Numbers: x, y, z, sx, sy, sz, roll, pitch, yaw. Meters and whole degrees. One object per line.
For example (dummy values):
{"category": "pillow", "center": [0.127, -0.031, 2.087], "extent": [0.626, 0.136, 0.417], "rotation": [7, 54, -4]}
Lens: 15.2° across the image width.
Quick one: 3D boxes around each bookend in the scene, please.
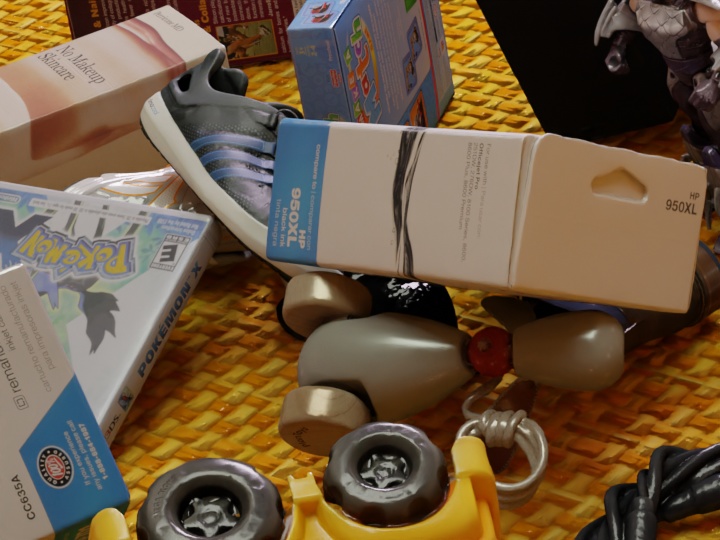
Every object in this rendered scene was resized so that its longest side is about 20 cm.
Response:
{"category": "bookend", "center": [0.150, -0.222, 1.778], "extent": [0.092, 0.200, 0.199], "rotation": [-12, 33, 30]}

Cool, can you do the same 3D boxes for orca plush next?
{"category": "orca plush", "center": [0.000, 0.000, 1.608], "extent": [0.105, 0.071, 0.200], "rotation": [-15, 30, -8]}

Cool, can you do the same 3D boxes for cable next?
{"category": "cable", "center": [0.181, 0.136, 1.338], "extent": [0.200, 0.051, 0.163], "rotation": [-33, 37, -33]}

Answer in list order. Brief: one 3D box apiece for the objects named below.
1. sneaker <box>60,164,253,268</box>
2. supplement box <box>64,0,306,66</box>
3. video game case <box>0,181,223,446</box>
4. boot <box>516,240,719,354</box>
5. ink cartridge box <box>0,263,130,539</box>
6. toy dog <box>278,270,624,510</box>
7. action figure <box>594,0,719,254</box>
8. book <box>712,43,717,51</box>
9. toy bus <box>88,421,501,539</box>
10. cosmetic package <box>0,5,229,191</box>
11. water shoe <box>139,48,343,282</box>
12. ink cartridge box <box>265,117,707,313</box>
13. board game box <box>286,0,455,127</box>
{"category": "sneaker", "center": [-0.117, -0.027, 1.686], "extent": [0.200, 0.076, 0.092], "rotation": [-30, 32, -28]}
{"category": "supplement box", "center": [-0.114, -0.213, 1.971], "extent": [0.199, 0.111, 0.086], "rotation": [-8, 29, 5]}
{"category": "video game case", "center": [-0.203, 0.031, 1.601], "extent": [0.199, 0.022, 0.183], "rotation": [10, 59, 31]}
{"category": "boot", "center": [0.106, -0.003, 1.578], "extent": [0.199, 0.075, 0.097], "rotation": [19, 38, 38]}
{"category": "ink cartridge box", "center": [-0.243, 0.105, 1.419], "extent": [0.199, 0.147, 0.086], "rotation": [-22, -11, -21]}
{"category": "toy dog", "center": [0.046, 0.062, 1.472], "extent": [0.199, 0.096, 0.132], "rotation": [18, 73, 26]}
{"category": "action figure", "center": [0.199, -0.114, 1.607], "extent": [0.069, 0.201, 0.130], "rotation": [-29, 29, -9]}
{"category": "book", "center": [0.271, -0.187, 1.873], "extent": [0.133, 0.048, 0.200], "rotation": [-14, 29, 2]}
{"category": "toy bus", "center": [-0.013, 0.186, 1.251], "extent": [0.199, 0.136, 0.192], "rotation": [-13, 43, -9]}
{"category": "cosmetic package", "center": [-0.190, -0.096, 1.818], "extent": [0.199, 0.088, 0.103], "rotation": [-23, 31, -21]}
{"category": "water shoe", "center": [-0.061, -0.064, 1.618], "extent": [0.079, 0.071, 0.200], "rotation": [-46, 54, 3]}
{"category": "ink cartridge box", "center": [0.067, -0.031, 1.469], "extent": [0.144, 0.085, 0.200], "rotation": [7, 0, -41]}
{"category": "board game box", "center": [0.010, -0.135, 1.757], "extent": [0.036, 0.152, 0.200], "rotation": [0, 31, 19]}
